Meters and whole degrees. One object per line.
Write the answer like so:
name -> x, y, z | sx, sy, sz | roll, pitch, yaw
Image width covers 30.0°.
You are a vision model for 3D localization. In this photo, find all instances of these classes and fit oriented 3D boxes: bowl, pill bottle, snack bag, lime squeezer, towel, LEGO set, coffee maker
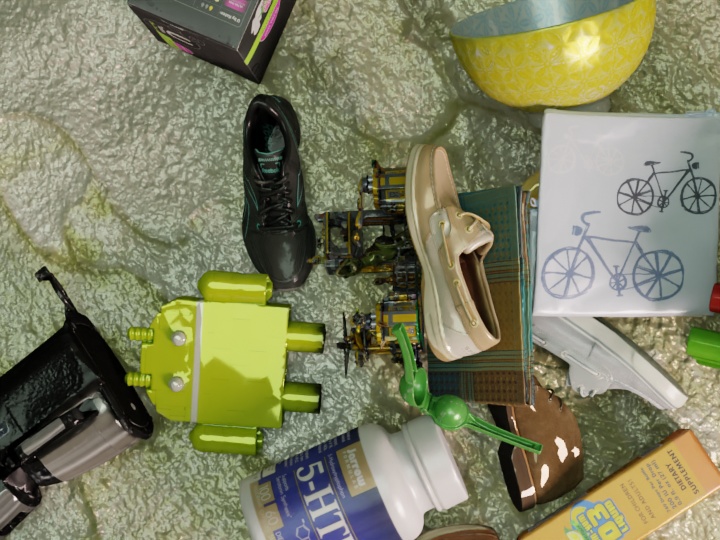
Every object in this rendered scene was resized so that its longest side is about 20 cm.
bowl -> 0.192, -0.199, 1.284 | 0.198, 0.200, 0.109 | -14, 108, 4
pill bottle -> -0.005, 0.216, 1.288 | 0.199, 0.120, 0.121 | -25, 83, 3
snack bag -> 0.247, -0.054, 1.263 | 0.187, 0.021, 0.202 | 0, 99, -8
lime squeezer -> 0.082, 0.115, 1.246 | 0.070, 0.038, 0.200 | -33, 117, 32
towel -> 0.110, 0.025, 1.269 | 0.022, 0.146, 0.202 | -2, 90, -36
LEGO set -> 0.000, 0.000, 1.292 | 0.115, 0.154, 0.202 | -3, 81, 5
coffee maker -> -0.334, 0.141, 1.334 | 0.199, 0.135, 0.193 | -33, 60, 1

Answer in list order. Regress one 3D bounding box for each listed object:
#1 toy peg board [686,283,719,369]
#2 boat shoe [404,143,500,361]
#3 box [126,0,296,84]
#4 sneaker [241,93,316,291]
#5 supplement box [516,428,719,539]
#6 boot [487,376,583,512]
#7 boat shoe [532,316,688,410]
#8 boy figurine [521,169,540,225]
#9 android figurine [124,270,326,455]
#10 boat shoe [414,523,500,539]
toy peg board -> 0.371, 0.018, 1.239 | 0.097, 0.200, 0.201 | 12, 86, 21
boat shoe -> 0.090, -0.021, 1.227 | 0.069, 0.074, 0.202 | -11, 86, 28
box -> -0.124, -0.311, 1.328 | 0.123, 0.149, 0.201 | 23, 88, 6
sneaker -> -0.091, -0.079, 1.342 | 0.075, 0.079, 0.202 | -9, 86, 3
supplement box -> 0.248, 0.232, 1.289 | 0.199, 0.069, 0.067 | -35, 81, 4
boot -> 0.164, 0.127, 1.304 | 0.075, 0.074, 0.202 | -15, 98, -8
boat shoe -> 0.222, 0.083, 1.309 | 0.200, 0.070, 0.072 | 36, 100, 12
boy figurine -> 0.192, -0.050, 1.321 | 0.198, 0.064, 0.126 | 4, 88, 3
android figurine -> -0.135, 0.091, 1.337 | 0.198, 0.041, 0.184 | 6, 96, 0
boat shoe -> 0.048, 0.311, 1.287 | 0.199, 0.074, 0.076 | -25, 119, 8
